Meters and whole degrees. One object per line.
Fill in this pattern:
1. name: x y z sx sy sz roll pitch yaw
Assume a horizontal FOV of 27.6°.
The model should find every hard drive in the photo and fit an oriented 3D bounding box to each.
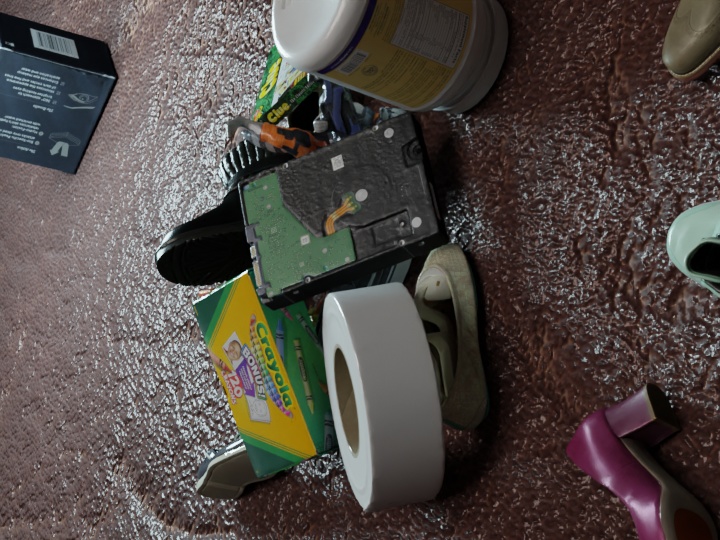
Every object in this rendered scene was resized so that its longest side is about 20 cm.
1. hard drive: -0.019 -0.057 1.456 0.198 0.038 0.141 -21 63 16

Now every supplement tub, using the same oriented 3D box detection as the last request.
1. supplement tub: 0.030 -0.237 1.409 0.145 0.198 0.148 -23 60 47

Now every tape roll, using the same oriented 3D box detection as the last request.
1. tape roll: 0.019 0.116 1.361 0.202 0.070 0.206 171 90 -79

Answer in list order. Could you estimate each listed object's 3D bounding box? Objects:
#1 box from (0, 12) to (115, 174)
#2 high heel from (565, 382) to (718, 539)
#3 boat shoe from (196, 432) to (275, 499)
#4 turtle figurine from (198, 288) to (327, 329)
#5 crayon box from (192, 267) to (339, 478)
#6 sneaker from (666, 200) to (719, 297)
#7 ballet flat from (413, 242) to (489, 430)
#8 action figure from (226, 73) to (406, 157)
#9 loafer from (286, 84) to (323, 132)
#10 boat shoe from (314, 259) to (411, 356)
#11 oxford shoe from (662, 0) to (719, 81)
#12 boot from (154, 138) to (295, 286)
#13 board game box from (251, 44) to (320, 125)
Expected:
1. box: -0.525 -0.283 2.356 0.201 0.195 0.118 -59 35 29
2. high heel: 0.209 0.186 1.105 0.096 0.067 0.202 -42 31 32
3. boat shoe: -0.140 0.207 1.664 0.200 0.072 0.064 136 144 -58
4. turtle figurine: -0.096 0.077 1.621 0.198 0.064 0.164 -3 96 39
5. crayon box: -0.092 0.104 1.531 0.118 0.058 0.202 -27 83 49
6. sneaker: 0.260 -0.018 1.043 0.200 0.117 0.075 24 101 60
7. ballet flat: 0.078 0.052 1.374 0.067 0.062 0.202 -43 45 41
8. action figure: -0.040 -0.150 1.537 0.105 0.190 0.202 -87 -11 -58
9. loafer: -0.054 -0.187 1.667 0.200 0.068 0.076 48 120 54
10. boat shoe: 0.000 0.000 1.514 0.072 0.067 0.202 44 117 55
11. oxford shoe: 0.274 -0.247 1.137 0.070 0.074 0.202 46 120 53
12. boot: -0.149 -0.074 1.686 0.080 0.208 0.159 87 162 -46
13. board game box: -0.075 -0.234 1.669 0.105 0.023 0.201 -43 22 26
